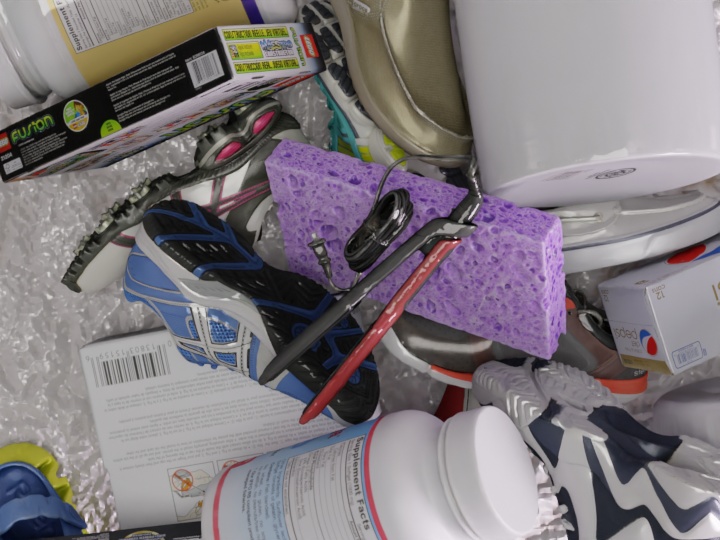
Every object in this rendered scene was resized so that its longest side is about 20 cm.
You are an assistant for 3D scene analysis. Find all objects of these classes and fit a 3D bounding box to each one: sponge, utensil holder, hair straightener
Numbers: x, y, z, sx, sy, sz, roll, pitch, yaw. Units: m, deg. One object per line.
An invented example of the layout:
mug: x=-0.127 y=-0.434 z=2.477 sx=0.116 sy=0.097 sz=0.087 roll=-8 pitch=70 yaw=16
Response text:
sponge: x=0.037 y=-0.015 z=1.033 sx=0.200 sy=0.030 sz=0.112 roll=18 pitch=143 yaw=23
utensil holder: x=0.145 y=-0.153 z=1.007 sx=0.170 sy=0.170 sz=0.200 roll=-7 pitch=83 yaw=1
hair straightener: x=0.000 y=0.000 z=0.970 sx=0.077 sy=0.041 sz=0.200 roll=41 pitch=108 yaw=3

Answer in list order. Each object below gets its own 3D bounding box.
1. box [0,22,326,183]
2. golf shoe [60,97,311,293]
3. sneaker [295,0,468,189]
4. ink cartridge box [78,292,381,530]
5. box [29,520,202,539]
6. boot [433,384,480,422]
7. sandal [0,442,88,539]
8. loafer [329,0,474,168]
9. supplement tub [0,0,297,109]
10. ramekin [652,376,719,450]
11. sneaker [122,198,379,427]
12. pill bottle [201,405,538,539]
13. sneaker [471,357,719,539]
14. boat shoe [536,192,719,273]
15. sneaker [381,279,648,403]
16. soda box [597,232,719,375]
box: x=-0.133 y=-0.108 z=1.028 sx=0.200 sy=0.110 sz=0.035 roll=-19 pitch=89 yaw=31
golf shoe: x=-0.117 y=-0.035 z=1.099 sx=0.200 sy=0.077 sz=0.088 roll=-37 pitch=103 yaw=6
sneaker: x=0.000 y=-0.091 z=1.087 sx=0.080 sy=0.077 sz=0.200 roll=-31 pitch=82 yaw=42
ink cartridge box: x=-0.083 y=0.117 z=1.115 sx=0.200 sy=0.044 sz=0.174 roll=-11 pitch=94 yaw=11
box: x=-0.178 y=0.255 z=1.087 sx=0.200 sy=0.044 sz=0.160 roll=-5 pitch=121 yaw=-8
boot: x=0.008 y=0.151 z=1.130 sx=0.144 sy=0.072 sz=0.200 roll=18 pitch=99 yaw=2
sandal: x=-0.208 y=0.218 z=1.131 sx=0.079 sy=0.087 sz=0.200 roll=-41 pitch=98 yaw=5
loafer: x=0.029 y=-0.162 z=1.045 sx=0.068 sy=0.076 sz=0.200 roll=-36 pitch=73 yaw=38
supplement tub: x=-0.155 y=-0.196 z=1.038 sx=0.200 sy=0.145 sz=0.146 roll=-19 pitch=98 yaw=4
ramekin: x=0.292 y=0.120 z=1.061 sx=0.200 sy=0.200 sz=0.098 roll=-11 pitch=90 yaw=2
sneaker: x=-0.073 y=0.038 z=1.058 sx=0.200 sy=0.076 sz=0.077 roll=40 pitch=126 yaw=3
pill bottle: x=0.006 y=0.152 z=1.003 sx=0.200 sy=0.109 sz=0.109 roll=-20 pitch=98 yaw=26
sneaker: x=0.145 y=0.147 z=1.023 sx=0.199 sy=0.079 sz=0.130 roll=25 pitch=116 yaw=28
boat shoe: x=0.152 y=-0.037 z=1.100 sx=0.200 sy=0.072 sz=0.066 roll=-10 pitch=99 yaw=13
sneaker: x=0.112 y=0.034 z=1.099 sx=0.200 sy=0.077 sz=0.082 roll=8 pitch=119 yaw=-12
soda box: x=0.266 y=0.005 z=1.072 sx=0.200 sy=0.068 sz=0.064 roll=-21 pitch=98 yaw=-18
